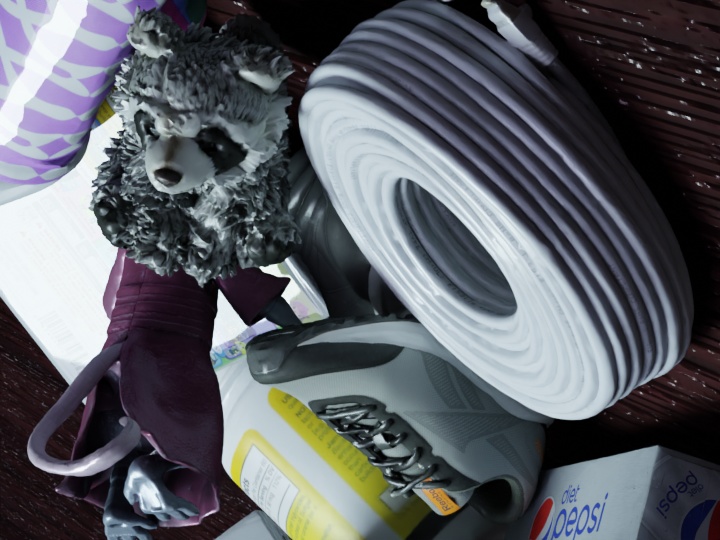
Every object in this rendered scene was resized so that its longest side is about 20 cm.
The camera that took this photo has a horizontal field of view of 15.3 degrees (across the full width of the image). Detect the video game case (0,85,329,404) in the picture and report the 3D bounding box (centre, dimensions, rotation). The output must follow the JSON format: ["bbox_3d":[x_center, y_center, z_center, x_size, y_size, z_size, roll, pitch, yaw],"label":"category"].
[{"bbox_3d":[-0.132,-0.026,1.438,0.182,0.022,0.200,-26,107,35],"label":"video game case"}]

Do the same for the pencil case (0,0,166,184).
[{"bbox_3d":[-0.125,-0.122,1.220,0.200,0.085,0.084,-52,58,45],"label":"pencil case"}]

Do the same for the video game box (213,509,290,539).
[{"bbox_3d":[0.004,0.229,1.352,0.200,0.047,0.182,56,-178,22],"label":"video game box"}]

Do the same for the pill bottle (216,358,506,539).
[{"bbox_3d":[-0.005,0.102,1.495,0.200,0.114,0.114,43,162,20],"label":"pill bottle"}]

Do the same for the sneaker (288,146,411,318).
[{"bbox_3d":[0.000,0.000,1.355,0.099,0.071,0.200,48,161,22],"label":"sneaker"}]

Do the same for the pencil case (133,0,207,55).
[{"bbox_3d":[-0.142,-0.190,1.273,0.088,0.088,0.200,28,154,49],"label":"pencil case"}]

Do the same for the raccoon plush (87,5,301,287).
[{"bbox_3d":[-0.072,-0.093,1.209,0.201,0.096,0.134,-96,11,-47],"label":"raccoon plush"}]

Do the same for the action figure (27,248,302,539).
[{"bbox_3d":[-0.107,0.030,1.340,0.133,0.201,0.149,-5,157,35],"label":"action figure"}]

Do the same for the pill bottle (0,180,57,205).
[{"bbox_3d":[-0.226,-0.127,1.355,0.112,0.111,0.201,159,94,-72],"label":"pill bottle"}]

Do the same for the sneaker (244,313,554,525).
[{"bbox_3d":[0.025,0.070,1.276,0.074,0.080,0.200,-9,158,42],"label":"sneaker"}]

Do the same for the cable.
[{"bbox_3d":[0.058,-0.023,1.149,0.200,0.069,0.200,50,163,-2],"label":"cable"}]

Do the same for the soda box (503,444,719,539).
[{"bbox_3d":[0.126,0.130,1.277,0.063,0.069,0.200,18,167,-12],"label":"soda box"}]
